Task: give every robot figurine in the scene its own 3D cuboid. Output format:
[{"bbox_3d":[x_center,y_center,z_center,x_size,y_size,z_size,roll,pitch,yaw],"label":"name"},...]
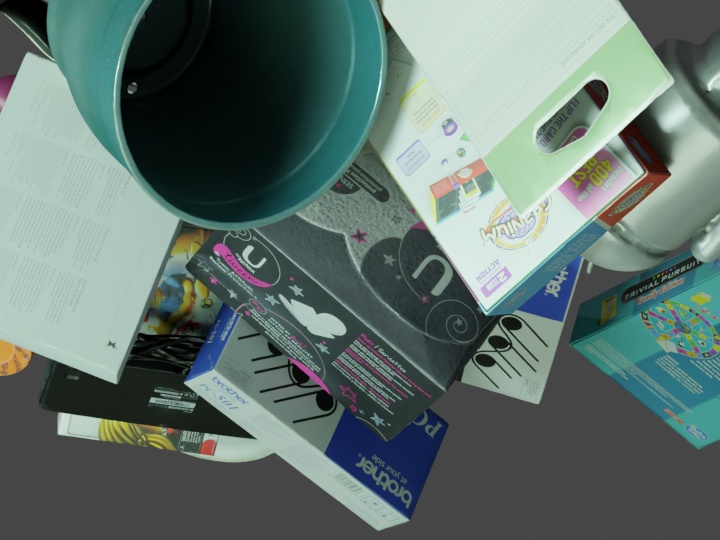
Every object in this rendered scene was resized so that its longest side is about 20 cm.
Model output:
[{"bbox_3d":[0.202,-0.077,1.524,0.170,0.113,0.200,42,115,-13],"label":"robot figurine"}]

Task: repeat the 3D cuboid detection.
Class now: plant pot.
[{"bbox_3d":[-0.116,-0.150,1.514,0.188,0.200,0.200,31,161,52],"label":"plant pot"}]

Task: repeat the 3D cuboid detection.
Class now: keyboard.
[{"bbox_3d":[-0.141,0.080,1.722,0.200,0.040,0.104,9,140,-16],"label":"keyboard"}]

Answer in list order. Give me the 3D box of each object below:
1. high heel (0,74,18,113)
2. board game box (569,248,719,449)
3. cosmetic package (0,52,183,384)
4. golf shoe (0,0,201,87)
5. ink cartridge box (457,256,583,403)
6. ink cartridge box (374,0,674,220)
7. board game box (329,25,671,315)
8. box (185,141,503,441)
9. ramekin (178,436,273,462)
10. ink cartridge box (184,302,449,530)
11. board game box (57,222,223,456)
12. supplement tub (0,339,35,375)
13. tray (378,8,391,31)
[{"bbox_3d":[-0.176,-0.116,1.698,0.200,0.068,0.096,17,154,-21],"label":"high heel"},{"bbox_3d":[0.284,0.049,1.715,0.151,0.047,0.200,38,137,-22],"label":"board game box"},{"bbox_3d":[-0.209,-0.038,1.633,0.151,0.200,0.052,21,167,1],"label":"cosmetic package"},{"bbox_3d":[-0.188,-0.166,1.626,0.200,0.092,0.073,32,137,-18],"label":"golf shoe"},{"bbox_3d":[0.115,0.018,1.741,0.094,0.044,0.200,16,141,4],"label":"ink cartridge box"},{"bbox_3d":[0.106,-0.155,1.433,0.146,0.048,0.200,-43,71,30],"label":"ink cartridge box"},{"bbox_3d":[0.090,-0.094,1.501,0.153,0.040,0.200,-42,70,25],"label":"board game box"},{"bbox_3d":[0.000,0.000,1.634,0.200,0.132,0.115,41,148,-3],"label":"box"},{"bbox_3d":[-0.118,0.070,1.863,0.200,0.105,0.200,11,141,9],"label":"ramekin"},{"bbox_3d":[-0.030,0.101,1.696,0.200,0.094,0.044,39,144,-21],"label":"ink cartridge box"},{"bbox_3d":[-0.155,0.044,1.733,0.126,0.035,0.200,8,116,-12],"label":"board game box"},{"bbox_3d":[-0.264,-0.024,1.736,0.122,0.200,0.123,11,140,10],"label":"supplement tub"},{"bbox_3d":[0.072,-0.136,1.598,0.200,0.037,0.099,5,139,16],"label":"tray"}]
